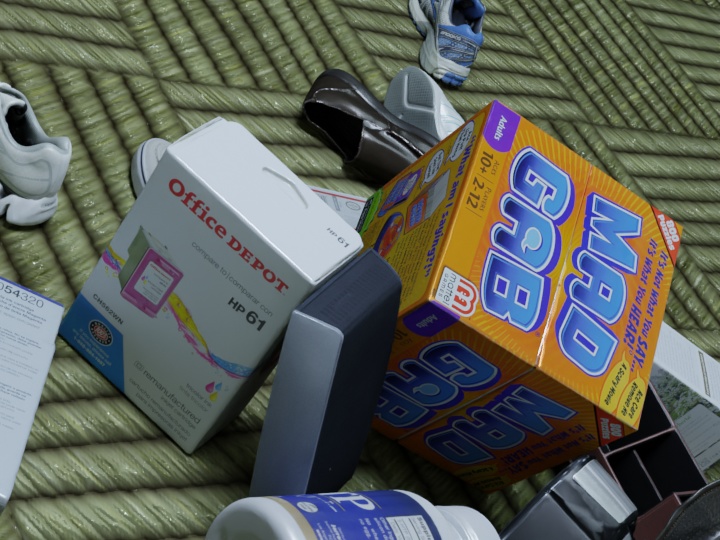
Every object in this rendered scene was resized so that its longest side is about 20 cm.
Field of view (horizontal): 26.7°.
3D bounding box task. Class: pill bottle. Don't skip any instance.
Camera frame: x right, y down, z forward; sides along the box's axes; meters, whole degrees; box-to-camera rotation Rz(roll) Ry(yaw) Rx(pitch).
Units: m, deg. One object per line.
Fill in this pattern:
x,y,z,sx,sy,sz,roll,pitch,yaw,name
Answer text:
0.000,0.212,1.045,0.200,0.120,0.120,4,45,-41,pill bottle

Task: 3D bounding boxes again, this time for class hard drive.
-0.025,0.095,1.090,0.042,0.200,0.135,24,30,17,hard drive

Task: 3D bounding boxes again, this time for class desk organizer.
0.248,0.185,1.324,0.072,0.077,0.200,5,51,-48,desk organizer

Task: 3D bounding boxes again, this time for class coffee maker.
0.180,0.263,1.123,0.200,0.135,0.192,40,49,18,coffee maker

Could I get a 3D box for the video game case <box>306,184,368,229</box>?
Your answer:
0.000,0.000,1.364,0.143,0.017,0.200,12,39,-28,video game case

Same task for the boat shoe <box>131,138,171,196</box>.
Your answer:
-0.131,-0.049,1.287,0.071,0.070,0.200,2,47,-41,boat shoe

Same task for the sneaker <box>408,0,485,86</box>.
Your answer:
0.115,-0.305,1.815,0.077,0.085,0.200,20,36,-24,sneaker

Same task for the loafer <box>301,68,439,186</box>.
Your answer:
0.016,-0.117,1.520,0.200,0.073,0.071,38,42,11,loafer

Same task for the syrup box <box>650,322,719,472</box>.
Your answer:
0.279,0.104,1.452,0.200,0.079,0.082,35,33,-19,syrup box

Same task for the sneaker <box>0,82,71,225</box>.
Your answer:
-0.309,-0.127,1.209,0.200,0.081,0.075,40,35,6,sneaker

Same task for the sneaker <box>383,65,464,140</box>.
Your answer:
0.089,-0.131,1.608,0.080,0.070,0.200,18,38,-52,sneaker

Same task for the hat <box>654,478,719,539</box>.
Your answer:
0.320,0.267,1.213,0.200,0.201,0.081,23,10,-21,hat

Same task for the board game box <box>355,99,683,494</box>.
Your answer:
0.106,0.028,1.229,0.200,0.200,0.200,32,55,-17,board game box

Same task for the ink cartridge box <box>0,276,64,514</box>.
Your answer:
-0.310,0.059,1.015,0.196,0.043,0.200,25,33,-15,ink cartridge box

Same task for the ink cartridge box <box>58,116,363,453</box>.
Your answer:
-0.112,0.011,1.111,0.144,0.200,0.085,41,33,7,ink cartridge box
